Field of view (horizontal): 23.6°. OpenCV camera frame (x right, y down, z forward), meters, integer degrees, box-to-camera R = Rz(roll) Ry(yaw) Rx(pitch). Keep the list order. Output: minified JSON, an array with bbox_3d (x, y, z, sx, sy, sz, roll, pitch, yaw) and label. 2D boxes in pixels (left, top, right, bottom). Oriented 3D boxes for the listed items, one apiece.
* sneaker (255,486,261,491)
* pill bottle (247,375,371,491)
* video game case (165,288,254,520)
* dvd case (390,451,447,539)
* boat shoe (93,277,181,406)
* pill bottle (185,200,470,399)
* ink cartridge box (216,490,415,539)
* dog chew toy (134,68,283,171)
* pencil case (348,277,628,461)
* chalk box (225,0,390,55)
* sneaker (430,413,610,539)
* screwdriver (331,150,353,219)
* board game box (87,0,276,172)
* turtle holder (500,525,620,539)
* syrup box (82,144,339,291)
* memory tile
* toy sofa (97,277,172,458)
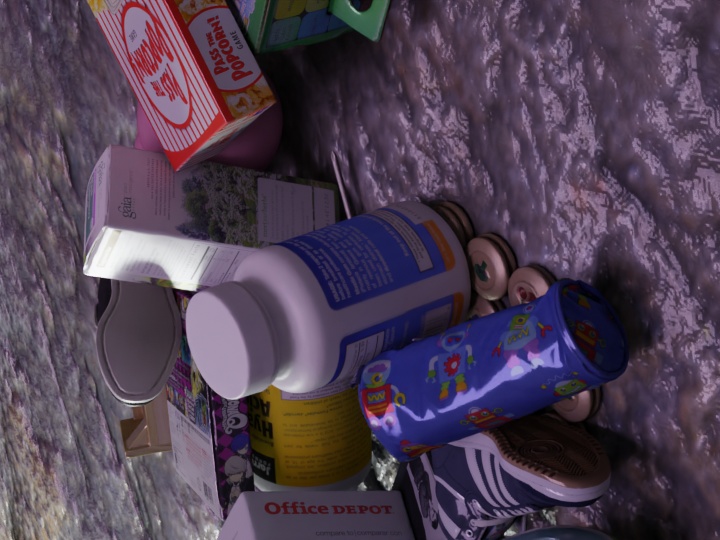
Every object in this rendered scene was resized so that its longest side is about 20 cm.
[{"bbox_3d":[-0.089,0.124,1.571,0.200,0.076,0.114,65,153,18],"label":"sneaker"},{"bbox_3d":[-0.046,0.129,1.480,0.111,0.111,0.200,26,127,47],"label":"pill bottle"},{"bbox_3d":[-0.135,0.106,1.499,0.200,0.036,0.181,-164,69,-73],"label":"video game case"},{"bbox_3d":[0.061,0.248,1.395,0.200,0.025,0.150,-112,30,-44],"label":"dvd case"},{"bbox_3d":[-0.198,0.040,1.501,0.060,0.074,0.200,108,156,-50],"label":"boat shoe"},{"bbox_3d":[-0.025,0.025,1.285,0.112,0.200,0.112,31,130,45],"label":"pill bottle"},{"bbox_3d":[-0.022,0.276,1.373,0.085,0.144,0.200,115,148,-41],"label":"ink cartridge box"},{"bbox_3d":[-0.141,-0.108,1.495,0.125,0.124,0.200,62,154,13],"label":"dog chew toy"},{"bbox_3d":[0.090,0.068,1.215,0.200,0.078,0.087,-25,54,34],"label":"pencil case"},{"bbox_3d":[-0.048,-0.247,1.276,0.200,0.124,0.124,49,142,30],"label":"chalk box"},{"bbox_3d":[0.116,0.166,1.268,0.200,0.070,0.109,20,118,58],"label":"sneaker"},{"bbox_3d":[0.000,0.000,1.415,0.028,0.029,0.200,-4,109,56],"label":"screwdriver"},{"bbox_3d":[-0.148,-0.188,1.313,0.200,0.046,0.151,62,157,1],"label":"board game box"},{"bbox_3d":[0.121,0.238,1.205,0.185,0.132,0.141,24,88,27],"label":"turtle holder"},{"bbox_3d":[-0.122,-0.034,1.408,0.081,0.200,0.079,124,149,-53],"label":"syrup box"},{"bbox_3d":[0.107,0.051,1.303,0.200,0.017,0.153,38,135,39],"label":"memory tile"},{"bbox_3d":[-0.204,0.080,1.729,0.083,0.097,0.200,-125,27,-68],"label":"toy sofa"}]
